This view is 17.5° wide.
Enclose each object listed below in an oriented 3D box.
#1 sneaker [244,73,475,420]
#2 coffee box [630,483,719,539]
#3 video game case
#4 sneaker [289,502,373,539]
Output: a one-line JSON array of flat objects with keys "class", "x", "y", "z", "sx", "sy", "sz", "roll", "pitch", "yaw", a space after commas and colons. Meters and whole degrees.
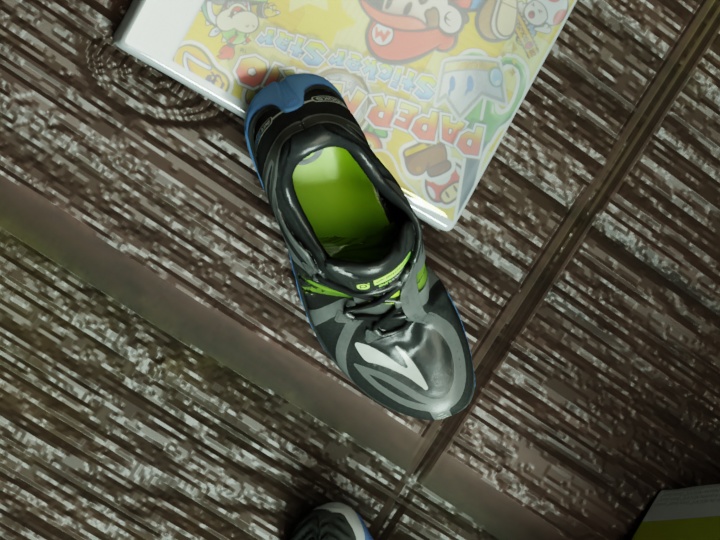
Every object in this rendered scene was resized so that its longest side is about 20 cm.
[{"class": "sneaker", "x": 0.000, "y": 0.000, "z": 1.141, "sx": 0.071, "sy": 0.083, "sz": 0.200, "roll": -26, "pitch": 119, "yaw": 0}, {"class": "coffee box", "x": 0.229, "y": 0.240, "z": 1.178, "sx": 0.200, "sy": 0.200, "sz": 0.198, "roll": 44, "pitch": 63, "yaw": -19}, {"class": "video game case", "x": 0.005, "y": -0.144, "z": 1.161, "sx": 0.200, "sy": 0.023, "sz": 0.182, "roll": 29, "pitch": 89, "yaw": -21}, {"class": "sneaker", "x": 0.022, "y": 0.206, "z": 1.204, "sx": 0.077, "sy": 0.076, "sz": 0.200, "roll": -29, "pitch": 104, "yaw": -31}]
